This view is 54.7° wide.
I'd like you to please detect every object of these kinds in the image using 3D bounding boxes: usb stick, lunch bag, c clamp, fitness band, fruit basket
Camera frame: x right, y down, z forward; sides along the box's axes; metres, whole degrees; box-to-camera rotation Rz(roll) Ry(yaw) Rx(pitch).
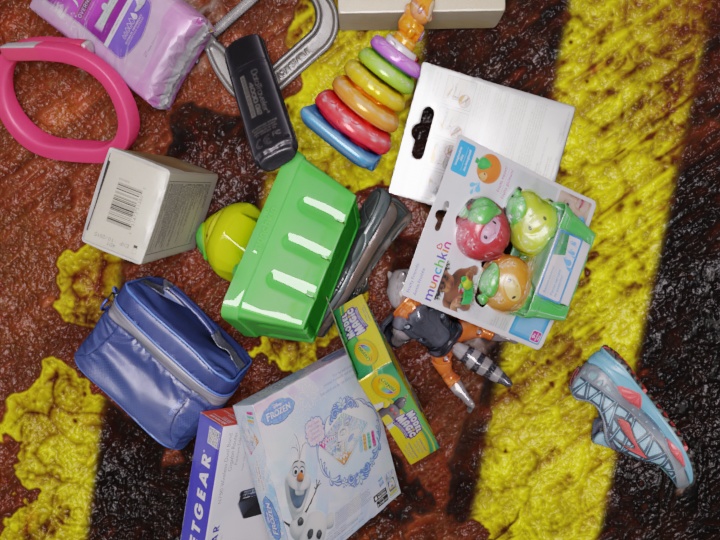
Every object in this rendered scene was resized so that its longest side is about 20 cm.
[{"bbox_3d":[-0.115,-0.196,0.793,0.054,0.033,0.204,-24,56,6],"label":"usb stick"},{"bbox_3d":[-0.237,0.096,0.852,0.199,0.136,0.133,42,95,-2],"label":"lunch bag"},{"bbox_3d":[-0.132,-0.306,0.860,0.197,0.027,0.173,-32,94,5],"label":"c clamp"},{"bbox_3d":[-0.356,-0.202,0.836,0.194,0.038,0.147,8,127,16],"label":"fitness band"},{"bbox_3d":[-0.117,-0.031,0.817,0.208,0.156,0.223,-1,75,4],"label":"fruit basket"},{"bbox_3d":[0.163,-0.026,0.785,0.196,0.093,0.190,22,90,-24],"label":"fruit basket"}]

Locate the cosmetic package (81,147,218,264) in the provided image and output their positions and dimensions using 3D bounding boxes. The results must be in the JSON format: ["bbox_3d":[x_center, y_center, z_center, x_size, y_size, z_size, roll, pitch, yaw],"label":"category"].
[{"bbox_3d":[-0.234,-0.076,0.801,0.069,0.200,0.108,20,95,0],"label":"cosmetic package"}]

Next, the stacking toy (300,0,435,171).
[{"bbox_3d":[0.027,-0.228,0.803,0.109,0.116,0.202,35,108,-2],"label":"stacking toy"}]

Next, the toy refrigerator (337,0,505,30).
[{"bbox_3d":[0.070,-0.336,0.832,0.193,0.070,0.079,-1,91,0],"label":"toy refrigerator"}]

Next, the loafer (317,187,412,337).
[{"bbox_3d":[0.000,0.000,0.870,0.062,0.072,0.204,27,94,-22],"label":"loafer"}]

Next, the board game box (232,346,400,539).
[{"bbox_3d":[-0.045,0.220,0.839,0.043,0.198,0.205,-8,99,41],"label":"board game box"}]

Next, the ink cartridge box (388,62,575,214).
[{"bbox_3d":[0.149,-0.147,0.861,0.194,0.057,0.167,16,97,4],"label":"ink cartridge box"}]

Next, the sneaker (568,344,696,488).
[{"bbox_3d":[0.341,0.198,0.886,0.095,0.079,0.202,-38,86,15],"label":"sneaker"}]

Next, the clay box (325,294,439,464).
[{"bbox_3d":[0.026,0.120,0.806,0.047,0.116,0.202,-26,130,1],"label":"clay box"}]

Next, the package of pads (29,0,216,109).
[{"bbox_3d":[-0.280,-0.301,0.832,0.198,0.076,0.122,38,100,4],"label":"package of pads"}]

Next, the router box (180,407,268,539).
[{"bbox_3d":[-0.127,0.268,0.853,0.048,0.177,0.207,16,99,40],"label":"router box"}]

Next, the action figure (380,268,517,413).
[{"bbox_3d":[0.116,0.053,0.857,0.192,0.105,0.202,36,99,-12],"label":"action figure"}]
